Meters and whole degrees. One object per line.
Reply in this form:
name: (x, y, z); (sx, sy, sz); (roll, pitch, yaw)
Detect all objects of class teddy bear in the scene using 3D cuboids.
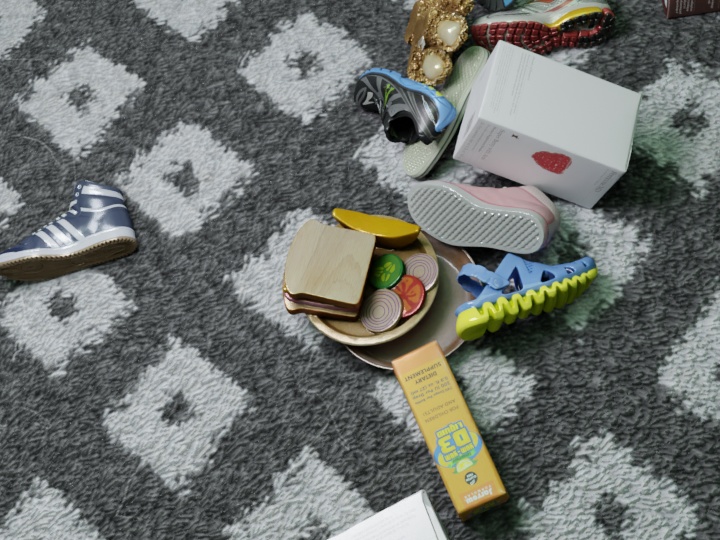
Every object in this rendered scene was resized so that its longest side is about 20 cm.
teddy bear: (0.113, -0.323, 1.649); (0.066, 0.200, 0.146); (13, 98, -13)

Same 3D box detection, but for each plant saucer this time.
plant saucer: (0.059, 0.040, 1.527); (0.198, 0.032, 0.202); (-5, 63, 10)

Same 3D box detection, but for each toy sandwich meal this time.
toy sandwich meal: (0.000, 0.000, 1.503); (0.203, 0.070, 0.207); (-5, 62, 10)

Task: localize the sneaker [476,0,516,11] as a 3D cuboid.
sneaker: (0.181, -0.427, 1.686); (0.081, 0.074, 0.200); (-24, 33, -13)

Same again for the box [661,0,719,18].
box: (0.516, -0.417, 1.625); (0.198, 0.100, 0.076); (-5, 62, 9)

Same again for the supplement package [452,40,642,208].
supplement package: (0.238, -0.183, 1.515); (0.198, 0.121, 0.121); (19, 66, -5)

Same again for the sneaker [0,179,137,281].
sneaker: (-0.416, -0.058, 1.655); (0.198, 0.070, 0.109); (-14, 66, -3)

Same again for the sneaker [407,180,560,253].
sneaker: (0.165, -0.075, 1.534); (0.199, 0.076, 0.104); (16, 25, 27)

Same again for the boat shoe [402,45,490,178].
boat shoe: (0.128, -0.208, 1.620); (0.074, 0.062, 0.201); (29, 87, 49)

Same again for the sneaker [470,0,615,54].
sneaker: (0.253, -0.351, 1.670); (0.198, 0.078, 0.083); (-8, 53, 0)

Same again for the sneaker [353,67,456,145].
sneaker: (0.046, -0.219, 1.609); (0.083, 0.071, 0.199); (-55, 39, -5)

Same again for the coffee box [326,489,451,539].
coffee box: (0.037, 0.392, 1.256); (0.198, 0.198, 0.201); (-26, 59, -1)

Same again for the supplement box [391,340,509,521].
supplement box: (0.106, 0.190, 1.405); (0.066, 0.069, 0.201); (-25, 73, -1)

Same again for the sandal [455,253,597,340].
sandal: (0.200, 0.014, 1.467); (0.198, 0.080, 0.088); (-16, 68, -14)
